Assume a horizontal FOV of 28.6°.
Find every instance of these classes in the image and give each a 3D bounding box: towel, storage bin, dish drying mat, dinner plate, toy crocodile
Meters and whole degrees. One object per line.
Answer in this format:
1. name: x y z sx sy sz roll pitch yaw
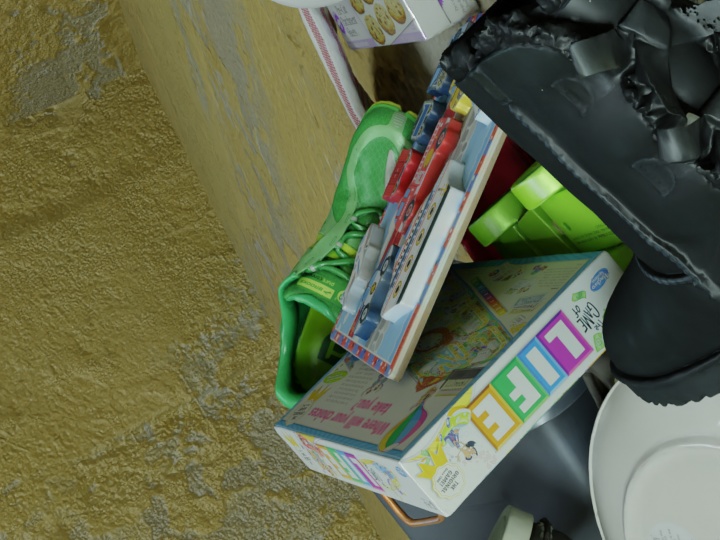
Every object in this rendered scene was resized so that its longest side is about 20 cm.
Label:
1. towel: 0.010 -0.110 1.045 0.147 0.030 0.200 64 -177 22
2. storage bin: 0.087 0.111 0.788 0.200 0.145 0.135 -23 104 49
3. dish drying mat: 0.092 -0.038 0.890 0.077 0.018 0.200 59 168 20
4. dinner plate: 0.168 0.126 0.589 0.200 0.024 0.201 33 136 38
5. toy crocodile: 0.106 -0.027 0.700 0.068 0.062 0.200 46 165 0

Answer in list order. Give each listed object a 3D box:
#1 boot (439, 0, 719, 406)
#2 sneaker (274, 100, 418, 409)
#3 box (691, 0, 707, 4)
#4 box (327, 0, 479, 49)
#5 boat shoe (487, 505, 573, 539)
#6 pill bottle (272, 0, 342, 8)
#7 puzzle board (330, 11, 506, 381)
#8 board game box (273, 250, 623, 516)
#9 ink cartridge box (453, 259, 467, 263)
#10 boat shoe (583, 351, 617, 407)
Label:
1. boot: 0.096 -0.031 0.500 0.162 0.073 0.198 40 163 -6
2. sneaker: 0.000 0.000 0.839 0.084 0.074 0.201 -28 -43 -67
3. box: 0.079 -0.180 0.503 0.201 0.040 0.137 69 169 -24
4. box: 0.022 -0.166 0.884 0.042 0.039 0.200 61 172 -13
5. boat shoe: 0.079 0.189 0.734 0.060 0.072 0.201 20 148 5
6. pill bottle: -0.057 -0.250 0.894 0.200 0.112 0.113 -125 13 -52
7. puzzle board: 0.037 -0.047 0.735 0.017 0.201 0.151 23 179 -12
8. board game box: 0.040 0.050 0.701 0.034 0.134 0.200 49 165 -11
9. ink cartridge box: 0.106 0.053 0.961 0.162 0.050 0.200 75 170 -54
10. boat shoe: 0.166 0.117 0.676 0.202 0.060 0.072 67 171 -6
